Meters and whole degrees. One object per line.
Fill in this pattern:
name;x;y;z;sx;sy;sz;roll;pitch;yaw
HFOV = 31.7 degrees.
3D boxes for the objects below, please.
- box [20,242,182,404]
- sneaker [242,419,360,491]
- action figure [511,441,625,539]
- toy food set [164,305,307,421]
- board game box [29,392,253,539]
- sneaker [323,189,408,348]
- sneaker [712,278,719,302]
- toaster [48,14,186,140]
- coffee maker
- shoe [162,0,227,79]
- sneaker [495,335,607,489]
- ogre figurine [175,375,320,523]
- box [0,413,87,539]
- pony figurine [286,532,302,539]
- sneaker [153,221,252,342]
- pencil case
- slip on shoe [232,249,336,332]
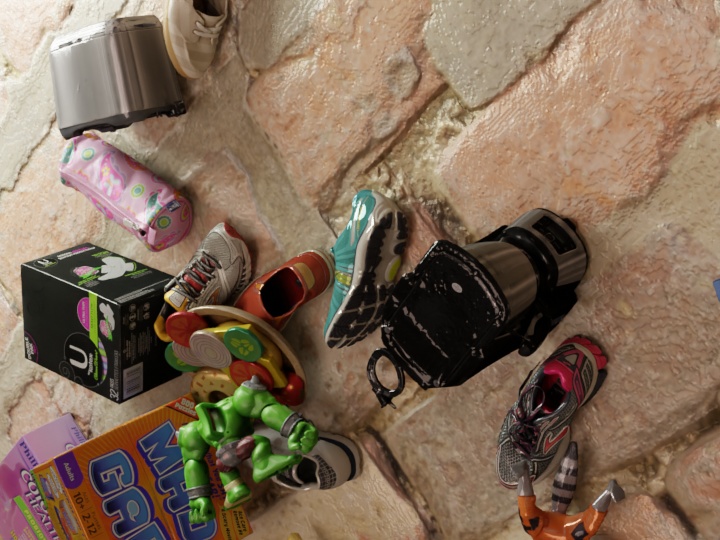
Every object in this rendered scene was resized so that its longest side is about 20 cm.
box;-0.354;0.068;1.735;0.198;0.124;0.150;20;116;33
sneaker;-0.097;0.239;1.619;0.198;0.080;0.077;1;107;40
action figure;0.241;0.292;1.373;0.197;0.105;0.195;4;126;3
toy food set;-0.160;0.121;1.604;0.198;0.049;0.199;-7;126;37
board game box;-0.295;0.305;1.679;0.202;0.198;0.200;65;154;1
sneaker;0.000;0.000;1.481;0.080;0.077;0.202;43;124;43
sneaker;0.418;0.026;1.146;0.198;0.070;0.079;-10;94;40
toaster;-0.309;-0.245;1.602;0.198;0.113;0.131;-6;99;41
coffee maker;0.117;0.032;1.300;0.191;0.199;0.136;-27;86;38
shoe;-0.194;-0.327;1.509;0.053;0.069;0.203;19;114;41
sneaker;0.190;0.158;1.368;0.080;0.074;0.202;36;125;23
ogre figurine;-0.151;0.214;1.557;0.200;0.098;0.121;-42;70;38
box;-0.475;0.354;1.946;0.177;0.096;0.200;54;129;10
pony figurine;-0.026;0.453;1.607;0.199;0.165;0.196;27;114;46
sneaker;-0.203;0.023;1.628;0.078;0.082;0.201;43;125;20
pencil case;-0.312;-0.103;1.671;0.199;0.087;0.088;36;124;25
slip on shoe;-0.110;0.038;1.574;0.199;0.061;0.075;-35;84;41
